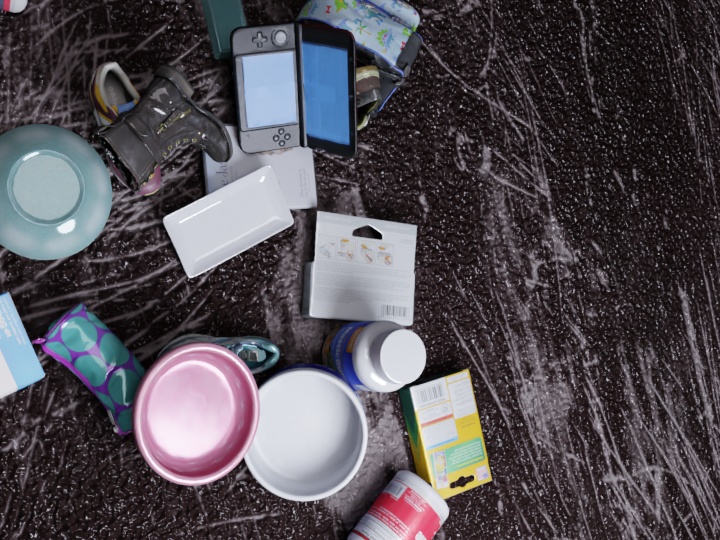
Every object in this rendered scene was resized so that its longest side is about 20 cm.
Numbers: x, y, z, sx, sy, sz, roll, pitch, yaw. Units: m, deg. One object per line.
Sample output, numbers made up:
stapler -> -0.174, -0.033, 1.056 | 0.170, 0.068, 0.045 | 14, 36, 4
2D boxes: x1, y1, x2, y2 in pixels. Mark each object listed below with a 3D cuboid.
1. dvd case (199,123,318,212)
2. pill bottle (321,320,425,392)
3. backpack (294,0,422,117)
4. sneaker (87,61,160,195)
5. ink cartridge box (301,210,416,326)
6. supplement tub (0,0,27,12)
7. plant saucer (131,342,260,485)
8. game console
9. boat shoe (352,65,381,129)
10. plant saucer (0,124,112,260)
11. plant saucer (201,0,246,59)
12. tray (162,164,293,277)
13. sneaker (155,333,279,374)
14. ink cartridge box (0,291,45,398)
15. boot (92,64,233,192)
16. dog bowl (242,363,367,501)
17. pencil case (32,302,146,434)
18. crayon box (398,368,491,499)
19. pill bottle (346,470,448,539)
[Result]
dvd case -> -0.167, -0.172, 1.439 | 0.197, 0.017, 0.146 | -5, 88, -26
pill bottle -> 0.023, 0.138, 1.402 | 0.110, 0.199, 0.115 | 3, 84, -25
backpack -> -0.010, -0.386, 1.447 | 0.198, 0.183, 0.149 | 28, 71, -10
sneaker -> -0.355, -0.212, 1.312 | 0.074, 0.090, 0.203 | -27, 97, -25
ink cartridge box -> 0.000, 0.000, 1.491 | 0.197, 0.043, 0.177 | 7, 82, -25
supplement tub -> -0.562, -0.447, 1.206 | 0.196, 0.140, 0.143 | 4, 83, -25
plant saucer -> -0.243, 0.206, 1.266 | 0.198, 0.050, 0.205 | 2, 87, -36
game console -> -0.104, -0.274, 1.356 | 0.169, 0.119, 0.204 | -11, 118, -19
boat shoe -> -0.017, -0.259, 1.415 | 0.071, 0.201, 0.067 | -10, 76, -24
plant saucer -> -0.463, -0.119, 1.280 | 0.197, 0.039, 0.205 | 3, 84, -26
plant saucer -> -0.229, -0.454, 1.436 | 0.069, 0.019, 0.204 | -14, 90, -26
tray -> -0.211, -0.081, 1.392 | 0.198, 0.022, 0.109 | -29, 112, -20
sneaker -> -0.218, 0.132, 1.349 | 0.197, 0.086, 0.079 | -7, 87, -26
ink cartridge box -> -0.548, 0.129, 1.167 | 0.198, 0.128, 0.127 | -25, 96, -26
boot -> -0.293, -0.186, 1.299 | 0.201, 0.068, 0.176 | 52, 57, -37
dog bowl -> -0.087, 0.250, 1.364 | 0.196, 0.079, 0.205 | 0, 94, -1
pencil case -> -0.377, 0.147, 1.273 | 0.201, 0.085, 0.093 | 51, 54, -12
crayon box -> 0.149, 0.287, 1.532 | 0.124, 0.051, 0.204 | -13, 90, -26
pill bottle -> 0.048, 0.442, 1.435 | 0.113, 0.112, 0.200 | 48, 69, -14
